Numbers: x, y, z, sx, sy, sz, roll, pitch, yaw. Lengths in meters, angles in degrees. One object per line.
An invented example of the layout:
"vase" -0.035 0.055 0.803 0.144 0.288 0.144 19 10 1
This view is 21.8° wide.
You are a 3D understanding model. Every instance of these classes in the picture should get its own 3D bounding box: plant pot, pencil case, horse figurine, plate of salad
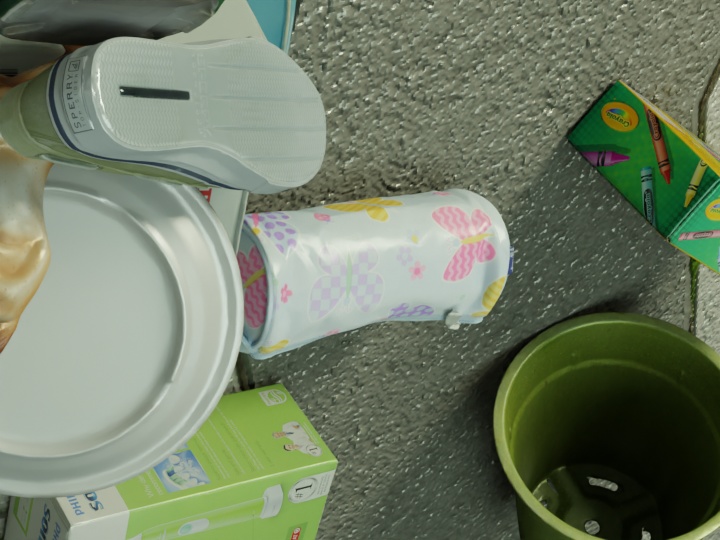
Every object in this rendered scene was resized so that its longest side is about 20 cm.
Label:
"plant pot" 0.193 0.166 1.468 0.199 0.201 0.190 -26 153 -17
"pencil case" 0.000 0.000 1.200 0.199 0.083 0.091 -7 110 -34
"horse figurine" -0.184 -0.032 0.858 0.132 0.050 0.202 6 90 -30
"plate of salad" -0.158 0.019 0.938 0.199 0.048 0.201 -3 110 -7

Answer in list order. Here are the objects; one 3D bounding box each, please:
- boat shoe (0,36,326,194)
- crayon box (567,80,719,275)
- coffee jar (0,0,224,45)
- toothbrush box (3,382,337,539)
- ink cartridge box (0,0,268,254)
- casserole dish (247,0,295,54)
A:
"boat shoe" -0.086 -0.074 0.865 0.200 0.062 0.073 6 80 -59
"crayon box" 0.246 -0.048 1.329 0.058 0.119 0.200 -49 141 12
"coffee jar" -0.122 -0.204 0.814 0.104 0.201 0.085 -3 168 -37
"toothbrush box" -0.131 0.172 1.259 0.199 0.086 0.146 -12 135 -32
"ink cartridge box" -0.159 -0.075 0.957 0.199 0.083 0.146 -2 130 -21
"casserole dish" -0.092 -0.111 1.051 0.121 0.039 0.201 -14 134 -30
